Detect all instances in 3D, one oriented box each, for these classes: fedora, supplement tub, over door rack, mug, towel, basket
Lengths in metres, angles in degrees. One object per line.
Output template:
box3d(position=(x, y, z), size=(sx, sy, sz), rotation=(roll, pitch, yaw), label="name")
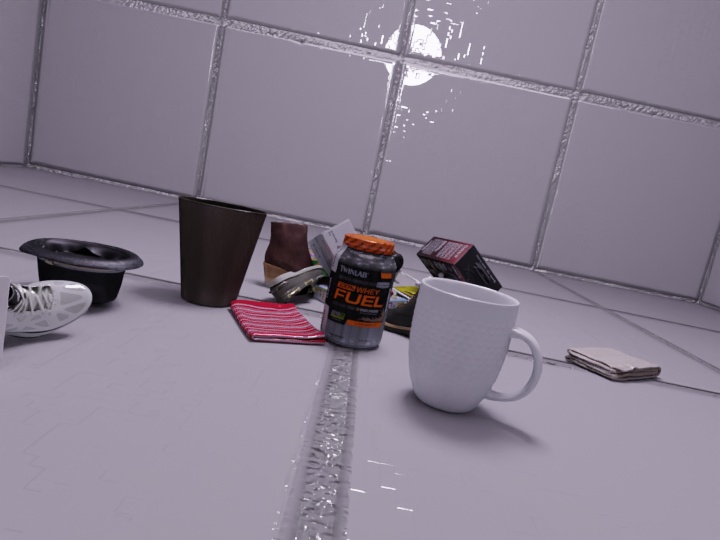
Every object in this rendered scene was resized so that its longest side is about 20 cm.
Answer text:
box3d(position=(-0.489, 0.005, 0.957), size=(0.200, 0.092, 0.201), rotation=(12, 9, -2), label="fedora")
box3d(position=(-0.002, 0.037, 1.036), size=(0.122, 0.201, 0.123), rotation=(11, 9, -2), label="supplement tub")
box3d(position=(0.140, 0.038, 1.335), size=(0.200, 0.067, 0.148), rotation=(19, 17, 28), label="over door rack")
box3d(position=(0.167, 0.121, 0.810), size=(0.200, 0.176, 0.148), rotation=(16, 10, 23), label="mug")
box3d(position=(0.573, 0.207, 1.238), size=(0.200, 0.035, 0.132), rotation=(5, 12, -37), label="towel")
box3d(position=(-0.297, -0.037, 1.117), size=(0.180, 0.201, 0.136), rotation=(11, 8, -6), label="basket")
box3d(position=(-0.163, 0.095, 1.041), size=(0.144, 0.023, 0.200), rotation=(6, 11, -26), label="towel")

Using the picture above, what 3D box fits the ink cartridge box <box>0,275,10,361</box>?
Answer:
box3d(position=(-0.444, 0.070, 0.544), size=(0.068, 0.115, 0.200), rotation=(17, 11, 29), label="ink cartridge box")

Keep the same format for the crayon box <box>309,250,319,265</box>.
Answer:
box3d(position=(-0.171, -0.027, 1.660), size=(0.119, 0.058, 0.200), rotation=(2, 14, -46), label="crayon box")

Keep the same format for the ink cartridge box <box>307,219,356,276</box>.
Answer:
box3d(position=(-0.055, -0.041, 1.433), size=(0.084, 0.146, 0.200), rotation=(-29, 5, -15), label="ink cartridge box")

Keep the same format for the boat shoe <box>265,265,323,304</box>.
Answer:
box3d(position=(-0.143, 0.033, 1.277), size=(0.072, 0.060, 0.202), rotation=(-29, -4, 28), label="boat shoe")

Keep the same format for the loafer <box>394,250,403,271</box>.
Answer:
box3d(position=(0.052, -0.001, 1.464), size=(0.073, 0.200, 0.071), rotation=(-33, 77, -29), label="loafer")

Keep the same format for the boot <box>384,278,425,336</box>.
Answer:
box3d(position=(0.112, 0.068, 1.179), size=(0.200, 0.139, 0.077), rotation=(16, 10, 32), label="boot")

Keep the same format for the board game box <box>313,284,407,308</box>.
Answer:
box3d(position=(0.003, 0.071, 1.358), size=(0.200, 0.034, 0.134), rotation=(4, 12, -41), label="board game box")

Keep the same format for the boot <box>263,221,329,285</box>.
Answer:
box3d(position=(-0.143, -0.034, 1.385), size=(0.199, 0.167, 0.072), rotation=(7, 5, -21), label="boot")

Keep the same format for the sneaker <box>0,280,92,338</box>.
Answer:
box3d(position=(-0.434, 0.047, 0.706), size=(0.115, 0.076, 0.200), rotation=(-17, -3, 41), label="sneaker")

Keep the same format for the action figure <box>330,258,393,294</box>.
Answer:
box3d(position=(0.000, 0.000, 1.284), size=(0.065, 0.099, 0.200), rotation=(31, 29, -41), label="action figure")

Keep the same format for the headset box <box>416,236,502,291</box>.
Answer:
box3d(position=(0.253, 0.000, 1.381), size=(0.149, 0.075, 0.200), rotation=(50, -12, -23), label="headset box")

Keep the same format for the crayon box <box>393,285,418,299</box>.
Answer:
box3d(position=(0.180, 0.082, 1.451), size=(0.127, 0.051, 0.200), rotation=(23, 14, 39), label="crayon box")
